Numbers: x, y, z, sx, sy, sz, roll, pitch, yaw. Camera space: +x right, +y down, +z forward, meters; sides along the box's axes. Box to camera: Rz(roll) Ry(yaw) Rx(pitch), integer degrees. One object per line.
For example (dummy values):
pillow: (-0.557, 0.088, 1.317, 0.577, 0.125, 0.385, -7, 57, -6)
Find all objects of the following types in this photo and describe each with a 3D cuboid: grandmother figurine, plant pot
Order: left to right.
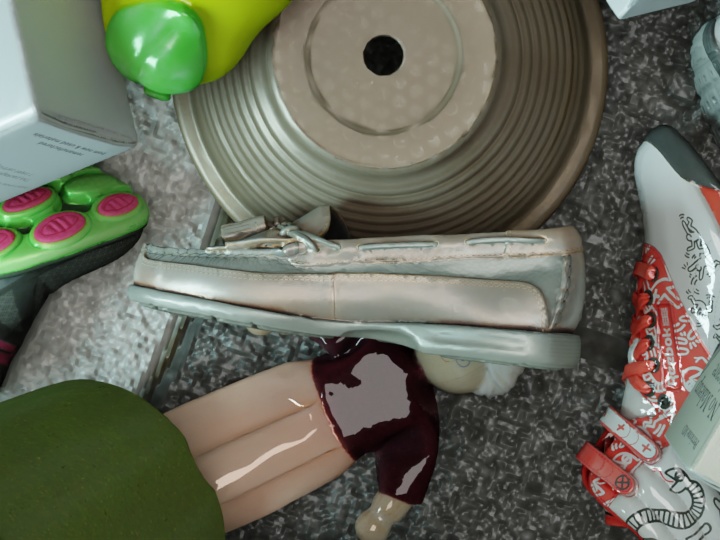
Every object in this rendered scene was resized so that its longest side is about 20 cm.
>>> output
plant pot: (-0.156, 0.137, 1.091, 0.199, 0.190, 0.201, 14, 117, 30)
grandmother figurine: (-0.011, 0.065, 1.176, 0.199, 0.061, 0.122, -27, 99, 5)
plant pot: (0.011, -0.092, 1.154, 0.199, 0.093, 0.202, 0, 91, 4)

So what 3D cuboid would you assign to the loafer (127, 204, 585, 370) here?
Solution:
loafer: (0.000, 0.000, 1.127, 0.199, 0.072, 0.063, 8, 91, 11)

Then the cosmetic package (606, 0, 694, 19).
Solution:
cosmetic package: (0.104, -0.227, 1.047, 0.051, 0.151, 0.201, -15, 67, -37)

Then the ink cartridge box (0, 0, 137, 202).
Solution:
ink cartridge box: (-0.209, -0.091, 1.113, 0.199, 0.086, 0.148, -20, 75, 25)

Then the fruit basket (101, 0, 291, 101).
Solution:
fruit basket: (-0.060, -0.183, 1.079, 0.215, 0.216, 0.156, -38, 116, 3)

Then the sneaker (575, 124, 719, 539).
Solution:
sneaker: (0.137, 0.045, 1.163, 0.107, 0.067, 0.202, -24, 93, 0)

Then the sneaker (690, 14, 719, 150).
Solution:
sneaker: (0.231, -0.049, 1.164, 0.200, 0.074, 0.087, 41, 82, -6)

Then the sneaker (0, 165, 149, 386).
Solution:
sneaker: (-0.184, 0.020, 1.182, 0.199, 0.084, 0.077, -32, 48, -9)

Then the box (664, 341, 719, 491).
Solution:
box: (0.208, 0.007, 1.087, 0.068, 0.082, 0.201, 29, 95, -4)
